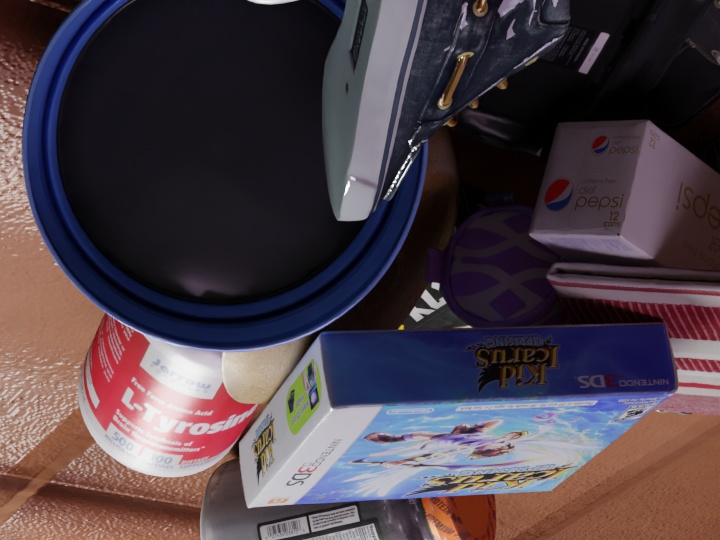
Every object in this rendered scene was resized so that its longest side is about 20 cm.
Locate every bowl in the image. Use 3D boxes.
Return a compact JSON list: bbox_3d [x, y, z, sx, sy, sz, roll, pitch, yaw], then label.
[{"bbox_3d":[-0.067,-0.062,0.900,0.198,0.203,0.039,-2,-166,-8],"label":"bowl"}]

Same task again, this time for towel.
[{"bbox_3d":[0.194,0.040,1.025,0.143,0.023,0.200,3,157,22],"label":"towel"}]

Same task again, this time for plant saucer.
[{"bbox_3d":[0.000,0.000,1.023,0.200,0.035,0.201,-47,159,-24],"label":"plant saucer"}]

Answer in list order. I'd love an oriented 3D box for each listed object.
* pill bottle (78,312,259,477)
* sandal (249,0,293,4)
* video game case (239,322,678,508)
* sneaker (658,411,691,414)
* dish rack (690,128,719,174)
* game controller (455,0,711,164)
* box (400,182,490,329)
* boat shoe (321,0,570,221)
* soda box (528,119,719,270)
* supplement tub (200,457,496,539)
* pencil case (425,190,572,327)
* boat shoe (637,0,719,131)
[{"bbox_3d":[-0.097,0.034,1.096,0.111,0.113,0.200,2,147,-21],"label":"pill bottle"},{"bbox_3d":[0.018,-0.193,0.792,0.205,0.080,0.059,-26,143,15],"label":"sandal"},{"bbox_3d":[0.049,0.084,1.017,0.198,0.046,0.181,-1,158,-19],"label":"video game case"},{"bbox_3d":[0.187,0.094,1.330,0.199,0.076,0.115,-28,148,25],"label":"sneaker"},{"bbox_3d":[0.275,-0.069,1.042,0.152,0.055,0.200,-7,174,-6],"label":"dish rack"},{"bbox_3d":[0.116,-0.125,0.967,0.103,0.042,0.200,21,144,-5],"label":"game controller"},{"bbox_3d":[0.050,0.029,1.201,0.199,0.050,0.159,-33,141,33],"label":"box"},{"bbox_3d":[0.037,-0.092,0.810,0.090,0.071,0.201,-2,145,-13],"label":"boat shoe"},{"bbox_3d":[0.182,-0.014,1.022,0.063,0.069,0.199,3,161,44],"label":"soda box"},{"bbox_3d":[-0.008,0.181,1.342,0.198,0.124,0.122,-15,151,23],"label":"supplement tub"},{"bbox_3d":[0.103,0.036,1.100,0.085,0.085,0.200,-10,150,15],"label":"pencil case"},{"bbox_3d":[0.203,-0.130,0.965,0.071,0.068,0.200,6,148,-26],"label":"boat shoe"}]
